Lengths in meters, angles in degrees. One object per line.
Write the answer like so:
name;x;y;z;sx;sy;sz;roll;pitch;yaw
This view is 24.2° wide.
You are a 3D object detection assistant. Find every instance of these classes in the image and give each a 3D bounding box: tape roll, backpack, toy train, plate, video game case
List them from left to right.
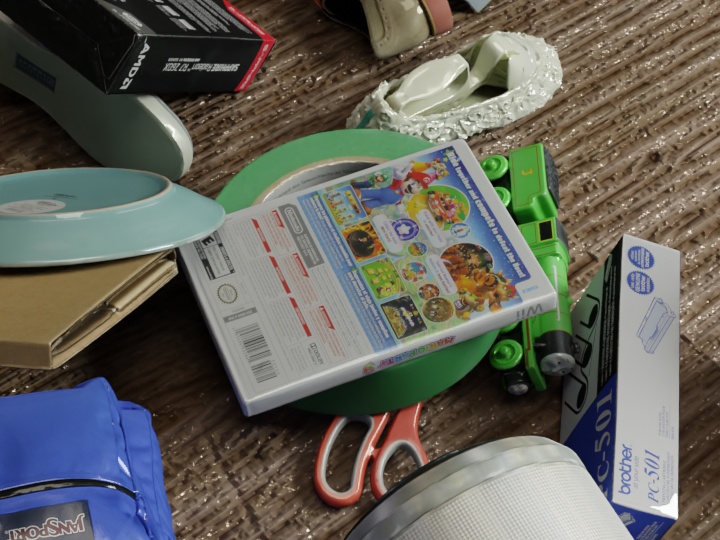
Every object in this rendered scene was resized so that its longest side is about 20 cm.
backpack;-0.164;0.169;0.844;0.162;0.168;0.200;-11;54;-12
plate;-0.183;-0.039;1.034;0.200;0.026;0.200;-1;15;0
tape roll;-0.004;-0.003;1.074;0.200;0.048;0.201;-2;51;2
video game case;0.000;0.000;1.030;0.200;0.018;0.143;-19;52;-11
toy train;0.112;-0.004;1.118;0.056;0.042;0.200;-14;49;16

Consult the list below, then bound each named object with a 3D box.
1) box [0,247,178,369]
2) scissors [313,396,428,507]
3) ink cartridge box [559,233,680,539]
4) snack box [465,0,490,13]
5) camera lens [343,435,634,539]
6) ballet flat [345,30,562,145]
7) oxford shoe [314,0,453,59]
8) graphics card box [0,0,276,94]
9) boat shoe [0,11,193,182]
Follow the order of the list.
box;-0.227;0.014;0.954;0.200;0.021;0.163;3;21;17
scissors;0.027;0.064;1.055;0.073;0.014;0.200;14;60;7
ink cartridge box;0.158;0.085;1.028;0.044;0.094;0.200;16;50;-8
snack box;0.031;-0.290;1.250;0.053;0.200;0.142;-43;61;9
camera lens;0.088;0.200;0.880;0.160;0.160;0.200;-18;57;-24
ballet flat;0.078;-0.134;1.211;0.200;0.072;0.072;-29;62;-30
oxford shoe;-0.011;-0.235;1.274;0.075;0.070;0.200;-32;52;-8
graphics card box;-0.154;-0.173;1.137;0.125;0.051;0.200;38;18;13
boat shoe;-0.186;-0.137;1.156;0.201;0.070;0.072;35;43;10
